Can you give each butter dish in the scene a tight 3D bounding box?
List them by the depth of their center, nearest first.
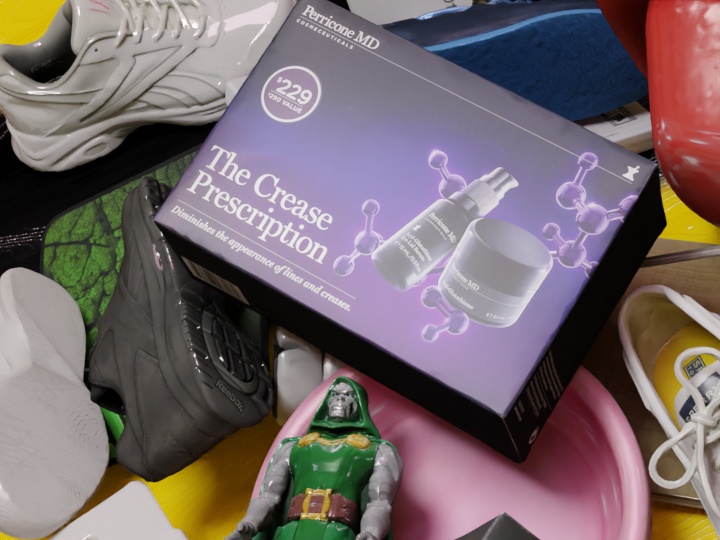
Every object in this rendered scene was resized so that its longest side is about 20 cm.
[{"bbox_3d":[0.220,-0.061,0.983,0.198,0.200,0.149,2,75,22],"label":"butter dish"}]

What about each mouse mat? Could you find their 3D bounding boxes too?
[{"bbox_3d":[-0.120,0.018,1.123,0.160,0.008,0.201,-24,48,22],"label":"mouse mat"}]

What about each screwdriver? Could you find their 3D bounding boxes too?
[{"bbox_3d":[0.135,0.000,0.989,0.199,0.028,0.029,-4,54,52],"label":"screwdriver"}]

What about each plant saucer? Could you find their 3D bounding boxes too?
[{"bbox_3d":[0.044,0.127,0.963,0.199,0.051,0.202,-9,61,17],"label":"plant saucer"}]

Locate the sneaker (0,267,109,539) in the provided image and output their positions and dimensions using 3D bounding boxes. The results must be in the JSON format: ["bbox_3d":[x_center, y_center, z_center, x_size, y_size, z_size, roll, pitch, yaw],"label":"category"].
[{"bbox_3d":[-0.188,0.088,1.073,0.089,0.075,0.200,-48,26,22],"label":"sneaker"}]

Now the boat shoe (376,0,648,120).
[{"bbox_3d":[0.072,-0.125,1.078,0.199,0.085,0.069,-4,37,-14],"label":"boat shoe"}]

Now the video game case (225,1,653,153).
[{"bbox_3d":[0.046,-0.086,1.106,0.199,0.018,0.143,-18,45,-27],"label":"video game case"}]

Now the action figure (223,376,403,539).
[{"bbox_3d":[-0.022,0.134,0.914,0.117,0.055,0.201,1,51,13],"label":"action figure"}]

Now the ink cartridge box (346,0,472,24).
[{"bbox_3d":[0.019,-0.258,1.190,0.085,0.147,0.201,-11,39,13],"label":"ink cartridge box"}]

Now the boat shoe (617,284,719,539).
[{"bbox_3d":[0.164,0.068,0.887,0.075,0.086,0.202,-42,35,15],"label":"boat shoe"}]

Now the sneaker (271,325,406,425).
[{"bbox_3d":[0.000,0.000,1.085,0.080,0.075,0.201,5,53,2],"label":"sneaker"}]

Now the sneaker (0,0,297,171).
[{"bbox_3d":[-0.134,-0.134,1.208,0.199,0.100,0.078,-25,50,1],"label":"sneaker"}]

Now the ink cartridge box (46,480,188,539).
[{"bbox_3d":[-0.097,0.209,0.955,0.116,0.068,0.200,-33,51,-7],"label":"ink cartridge box"}]

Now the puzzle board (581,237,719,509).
[{"bbox_3d":[0.175,0.052,1.006,0.199,0.017,0.151,7,56,25],"label":"puzzle board"}]

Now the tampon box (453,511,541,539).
[{"bbox_3d":[0.077,0.220,0.783,0.200,0.126,0.150,37,69,-1],"label":"tampon box"}]

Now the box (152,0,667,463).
[{"bbox_3d":[0.025,-0.023,0.955,0.199,0.079,0.142,28,75,20],"label":"box"}]

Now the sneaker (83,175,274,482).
[{"bbox_3d":[-0.108,0.027,1.048,0.091,0.076,0.200,-41,33,19],"label":"sneaker"}]
